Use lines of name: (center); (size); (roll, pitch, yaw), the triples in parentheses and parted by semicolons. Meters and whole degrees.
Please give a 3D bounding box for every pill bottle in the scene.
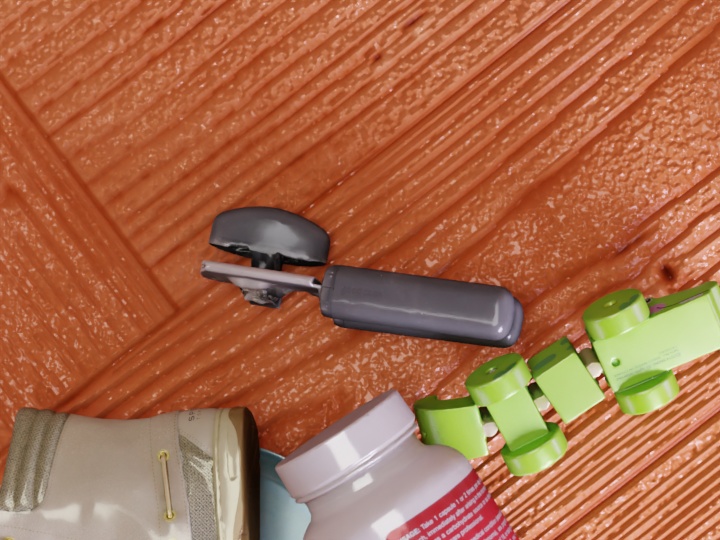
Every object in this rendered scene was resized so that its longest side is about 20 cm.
pill bottle: (0.038, 0.175, 1.599); (0.112, 0.112, 0.200); (-32, 92, 6)

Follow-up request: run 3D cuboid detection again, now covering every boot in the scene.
boot: (-0.140, 0.179, 1.635); (0.155, 0.072, 0.200); (1, 82, 8)

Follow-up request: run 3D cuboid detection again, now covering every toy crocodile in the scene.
toy crocodile: (0.126, 0.062, 1.634); (0.200, 0.062, 0.068); (-28, 107, 5)

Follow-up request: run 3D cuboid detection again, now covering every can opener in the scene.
can opener: (0.000, 0.000, 1.649); (0.200, 0.053, 0.067); (7, 80, 16)

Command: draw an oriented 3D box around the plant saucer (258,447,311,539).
plant saucer: (-0.087, 0.203, 1.674); (0.200, 0.027, 0.200); (-1, 86, 8)
